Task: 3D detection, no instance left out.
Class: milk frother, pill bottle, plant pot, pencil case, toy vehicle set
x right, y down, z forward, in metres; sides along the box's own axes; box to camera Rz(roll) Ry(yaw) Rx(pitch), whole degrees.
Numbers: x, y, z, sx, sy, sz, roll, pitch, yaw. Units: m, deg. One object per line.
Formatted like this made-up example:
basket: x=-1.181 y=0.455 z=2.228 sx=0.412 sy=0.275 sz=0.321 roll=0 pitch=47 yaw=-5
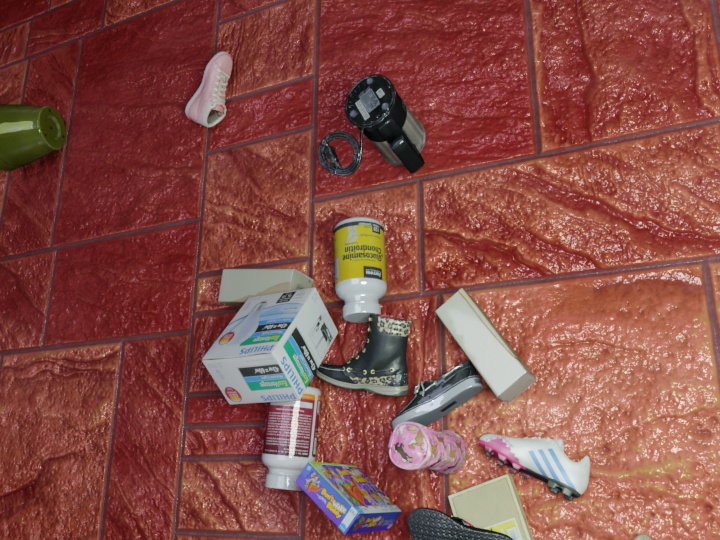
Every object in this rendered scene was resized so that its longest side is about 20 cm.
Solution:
milk frother: x=0.025 y=-0.278 z=1.441 sx=0.196 sy=0.188 sz=0.185 roll=-19 pitch=65 yaw=21
pill bottle: x=-0.144 y=0.342 z=1.379 sx=0.111 sy=0.113 sz=0.205 roll=-3 pitch=72 yaw=26
plant pot: x=-1.011 y=-0.416 z=2.031 sx=0.188 sy=0.201 sz=0.205 roll=-6 pitch=71 yaw=12
pill bottle: x=0.000 y=0.000 z=1.412 sx=0.110 sy=0.112 sz=0.205 roll=-11 pitch=70 yaw=23
pencil case: x=0.122 y=0.319 z=1.199 sx=0.086 sy=0.199 sz=0.084 roll=-32 pitch=61 yaw=15
toy vehicle set: x=0.243 y=0.481 z=1.187 sx=0.122 sy=0.026 sz=0.204 roll=-25 pitch=65 yaw=19

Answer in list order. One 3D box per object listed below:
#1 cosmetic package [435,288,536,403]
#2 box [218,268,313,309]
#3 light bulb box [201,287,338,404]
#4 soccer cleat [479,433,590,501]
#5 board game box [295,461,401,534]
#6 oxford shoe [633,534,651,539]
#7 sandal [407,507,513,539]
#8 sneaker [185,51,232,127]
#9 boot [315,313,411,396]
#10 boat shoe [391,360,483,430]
cosmetic package: x=0.234 y=0.140 z=1.254 sx=0.073 sy=0.103 sz=0.201 roll=-41 pitch=62 yaw=9
box: x=-0.216 y=0.045 z=1.521 sx=0.196 sy=0.095 sz=0.080 roll=-1 pitch=74 yaw=28
light bulb box: x=-0.181 y=0.155 z=1.374 sx=0.195 sy=0.126 sz=0.201 roll=-10 pitch=31 yaw=32
soccer cleat: x=0.310 y=0.326 z=1.186 sx=0.197 sy=0.070 sz=0.087 roll=22 pitch=69 yaw=28
board game box: x=-0.018 y=0.419 z=1.240 sx=0.134 sy=0.199 sz=0.045 roll=37 pitch=91 yaw=30
oxford shoe: x=0.439 y=0.524 z=1.054 sx=0.057 sy=0.074 sz=0.205 roll=-25 pitch=56 yaw=58
sandal: x=0.177 y=0.476 z=1.188 sx=0.195 sy=0.045 sz=0.077 roll=12 pitch=85 yaw=15
sneaker: x=-0.378 y=-0.471 z=1.776 sx=0.104 sy=0.075 sz=0.203 roll=35 pitch=96 yaw=31
boot: x=0.010 y=0.162 z=1.359 sx=0.199 sy=0.073 sz=0.158 roll=8 pitch=94 yaw=22
boat shoe: x=0.139 y=0.241 z=1.289 sx=0.198 sy=0.073 sz=0.069 roll=-37 pitch=53 yaw=20
